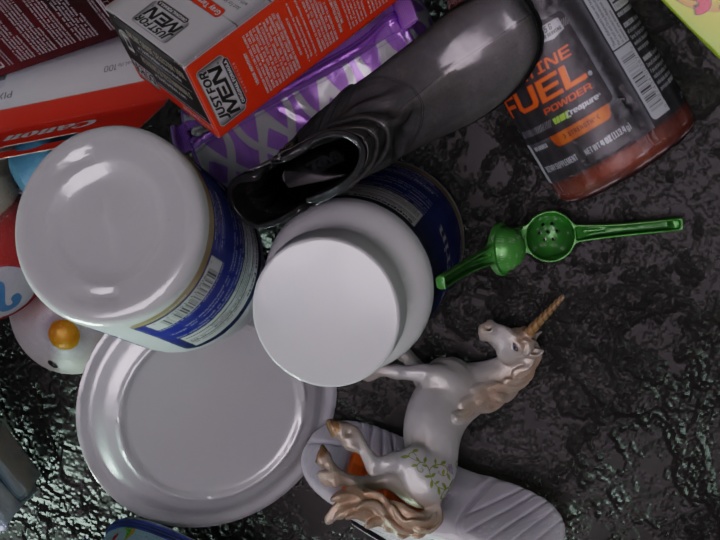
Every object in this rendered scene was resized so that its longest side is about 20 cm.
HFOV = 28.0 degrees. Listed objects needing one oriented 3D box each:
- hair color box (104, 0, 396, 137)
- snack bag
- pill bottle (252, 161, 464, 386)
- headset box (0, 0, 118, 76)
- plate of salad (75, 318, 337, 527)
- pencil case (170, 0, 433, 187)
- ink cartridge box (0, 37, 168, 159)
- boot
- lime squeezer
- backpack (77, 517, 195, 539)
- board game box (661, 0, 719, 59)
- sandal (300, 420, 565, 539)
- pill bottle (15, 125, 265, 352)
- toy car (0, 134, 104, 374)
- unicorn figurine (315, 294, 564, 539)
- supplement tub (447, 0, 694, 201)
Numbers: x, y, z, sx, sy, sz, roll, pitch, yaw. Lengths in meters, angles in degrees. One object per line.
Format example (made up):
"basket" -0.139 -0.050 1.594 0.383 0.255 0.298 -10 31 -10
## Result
"hair color box" -0.047 -0.180 0.893 0.199 0.101 0.062 -39 137 -14
"snack bag" -0.307 0.102 1.078 0.021 0.200 0.189 -36 93 -5
"pill bottle" 0.000 0.000 0.967 0.114 0.200 0.117 4 106 13
"headset box" -0.200 -0.226 0.977 0.198 0.150 0.077 -16 143 17
"plate of salad" -0.114 0.096 1.079 0.198 0.048 0.202 -6 110 -17
"pencil case" -0.036 -0.125 1.002 0.199 0.085 0.085 -28 66 17
"ink cartridge box" -0.195 -0.129 0.979 0.161 0.200 0.058 -9 106 15
"boot" 0.019 -0.091 0.881 0.199 0.132 0.070 -36 95 28
"lime squeezer" 0.121 -0.013 0.990 0.198 0.071 0.038 -13 120 -26
"backpack" -0.159 0.275 1.082 0.181 0.148 0.201 22 151 6
"board game box" 0.203 -0.241 0.932 0.200 0.048 0.102 44 110 -1
"sandal" 0.048 0.180 1.068 0.205 0.079 0.060 20 136 15
"pill bottle" -0.127 -0.011 0.925 0.118 0.200 0.121 -2 80 10
"toy car" -0.228 0.017 1.055 0.184 0.177 0.200 -37 107 8
"unicorn figurine" 0.050 0.098 1.039 0.136 0.074 0.202 17 83 3
"supplement tub" 0.126 -0.154 0.945 0.106 0.107 0.201 -31 96 19
